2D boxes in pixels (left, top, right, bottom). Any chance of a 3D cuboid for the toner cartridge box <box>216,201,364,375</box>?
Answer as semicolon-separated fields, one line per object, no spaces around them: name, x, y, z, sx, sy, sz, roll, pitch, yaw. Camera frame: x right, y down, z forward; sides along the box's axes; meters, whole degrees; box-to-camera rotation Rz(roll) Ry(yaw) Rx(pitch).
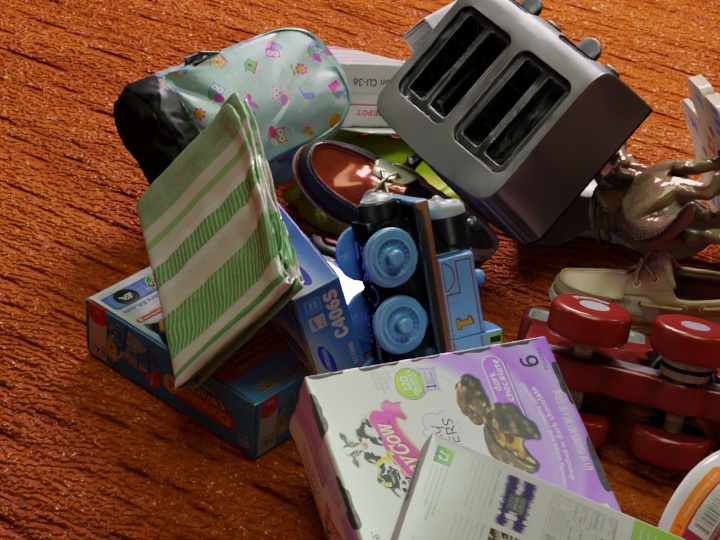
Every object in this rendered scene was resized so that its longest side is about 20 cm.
toner cartridge box;-0.067;-0.004;1.389;0.043;0.095;0.200;-28;41;-12

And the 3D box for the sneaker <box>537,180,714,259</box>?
sneaker;0.241;-0.060;1.660;0.198;0.071;0.080;8;20;-1

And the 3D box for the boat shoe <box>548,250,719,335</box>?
boat shoe;0.269;0.016;1.544;0.198;0.070;0.074;9;33;4

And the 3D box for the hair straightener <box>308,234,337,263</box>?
hair straightener;0.000;0.000;1.551;0.198;0.041;0.077;20;35;17

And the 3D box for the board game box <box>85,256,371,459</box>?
board game box;-0.091;0.049;1.449;0.195;0.056;0.199;29;40;31

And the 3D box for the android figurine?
android figurine;0.014;-0.087;1.691;0.199;0.041;0.182;-20;41;-37

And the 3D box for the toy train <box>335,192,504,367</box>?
toy train;0.051;0.032;1.378;0.113;0.202;0.087;-13;9;-22

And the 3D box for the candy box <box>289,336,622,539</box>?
candy box;0.067;0.149;1.261;0.198;0.072;0.169;-8;56;-20

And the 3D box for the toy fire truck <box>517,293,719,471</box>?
toy fire truck;0.224;0.078;1.424;0.198;0.113;0.168;12;15;7

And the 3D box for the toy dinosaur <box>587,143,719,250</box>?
toy dinosaur;0.256;-0.055;1.535;0.134;0.087;0.200;-5;18;8

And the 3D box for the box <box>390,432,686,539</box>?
box;0.114;0.212;1.165;0.198;0.036;0.145;23;56;0

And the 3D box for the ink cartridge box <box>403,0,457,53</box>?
ink cartridge box;0.155;-0.190;1.764;0.173;0.043;0.201;-35;91;-45

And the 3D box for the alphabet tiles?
alphabet tiles;0.338;-0.075;1.576;0.014;0.201;0.196;-19;25;1

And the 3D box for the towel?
towel;-0.116;-0.022;1.359;0.023;0.152;0.201;19;39;-39

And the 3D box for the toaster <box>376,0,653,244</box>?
toaster;0.130;-0.140;1.572;0.181;0.200;0.119;45;5;36

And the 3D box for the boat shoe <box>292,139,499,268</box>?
boat shoe;0.033;-0.060;1.554;0.199;0.062;0.072;31;70;-15

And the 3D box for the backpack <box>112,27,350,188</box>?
backpack;-0.106;-0.135;1.596;0.199;0.168;0.126;-27;0;-27

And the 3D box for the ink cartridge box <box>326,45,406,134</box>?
ink cartridge box;-0.010;-0.182;1.743;0.116;0.068;0.199;-4;17;-40

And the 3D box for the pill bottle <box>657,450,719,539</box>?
pill bottle;0.310;0.218;1.206;0.109;0.110;0.200;-21;42;-36
